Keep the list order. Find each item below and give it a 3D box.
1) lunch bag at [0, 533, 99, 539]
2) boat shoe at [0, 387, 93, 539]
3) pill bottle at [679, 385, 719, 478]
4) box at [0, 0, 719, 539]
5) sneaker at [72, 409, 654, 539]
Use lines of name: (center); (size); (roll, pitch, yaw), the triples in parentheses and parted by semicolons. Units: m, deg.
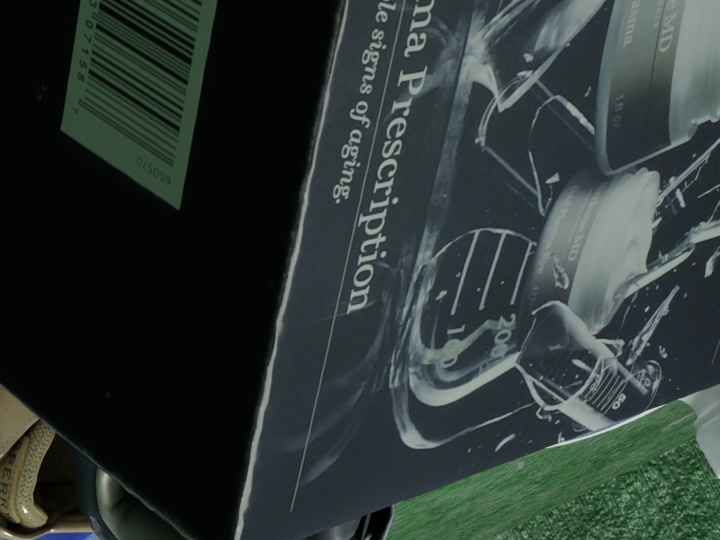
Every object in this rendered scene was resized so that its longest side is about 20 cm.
lunch bag: (-0.191, 0.141, 1.062); (0.199, 0.083, 0.160); (-33, -170, -29)
boat shoe: (-0.129, 0.062, 0.875); (0.198, 0.072, 0.065); (-2, -158, -4)
pill bottle: (0.107, -0.033, 0.825); (0.110, 0.201, 0.111); (-26, 168, -6)
box: (0.021, -0.064, 0.535); (0.181, 0.104, 0.201); (-16, 128, -43)
sneaker: (0.019, 0.037, 0.646); (0.201, 0.078, 0.146); (-8, -165, -4)
